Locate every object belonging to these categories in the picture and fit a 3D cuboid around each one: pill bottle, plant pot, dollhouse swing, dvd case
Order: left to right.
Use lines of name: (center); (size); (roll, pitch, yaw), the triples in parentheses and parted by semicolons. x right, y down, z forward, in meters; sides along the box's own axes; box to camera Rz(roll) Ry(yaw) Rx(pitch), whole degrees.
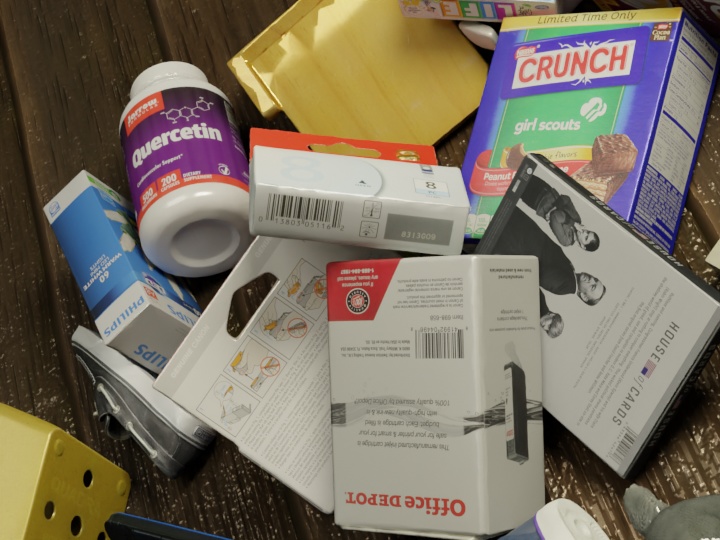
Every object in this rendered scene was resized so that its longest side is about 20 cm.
plant pot: (-0.317, 0.216, 1.468); (0.176, 0.200, 0.200); (0, 65, 26)
pill bottle: (-0.161, -0.098, 1.572); (0.112, 0.112, 0.200); (-34, 49, 19)
dollhouse swing: (0.017, -0.190, 1.539); (0.200, 0.176, 0.182); (-40, 5, 14)
dvd case: (0.160, 0.031, 1.234); (0.200, 0.025, 0.150); (42, 117, 31)

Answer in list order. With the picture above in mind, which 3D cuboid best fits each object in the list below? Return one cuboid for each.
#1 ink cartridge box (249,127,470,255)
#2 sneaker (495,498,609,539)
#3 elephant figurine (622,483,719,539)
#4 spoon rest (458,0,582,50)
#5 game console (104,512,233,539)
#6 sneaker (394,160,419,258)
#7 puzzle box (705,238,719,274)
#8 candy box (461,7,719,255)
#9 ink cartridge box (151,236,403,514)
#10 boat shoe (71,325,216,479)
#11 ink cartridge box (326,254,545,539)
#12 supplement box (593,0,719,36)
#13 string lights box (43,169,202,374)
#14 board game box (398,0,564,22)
ink cartridge box: (-0.006, -0.081, 1.323); (0.200, 0.160, 0.047); (-97, 14, -61)
sneaker: (0.132, 0.270, 1.153); (0.146, 0.081, 0.200); (-46, 49, 21)
elephant figurine: (0.289, 0.178, 1.058); (0.200, 0.155, 0.142); (-29, 6, 9)
spoon rest: (0.167, -0.256, 1.451); (0.200, 0.061, 0.099); (-48, 45, -13)
game console: (-0.128, 0.298, 1.315); (0.200, 0.171, 0.118); (5, 42, 40)
sneaker: (0.000, 0.000, 1.429); (0.085, 0.077, 0.200); (4, 64, 61)
puzzle box: (0.351, -0.056, 1.197); (0.200, 0.025, 0.133); (-54, 45, -1)
candy box: (0.173, -0.100, 1.329); (0.169, 0.077, 0.200); (2, 66, 39)
ink cartridge box: (-0.037, 0.062, 1.353); (0.176, 0.045, 0.200); (35, 88, 2)
boat shoe: (-0.208, 0.118, 1.517); (0.200, 0.072, 0.068); (35, 88, 38)
ink cartridge box: (0.055, 0.091, 1.255); (0.144, 0.084, 0.200); (-2, 88, 41)
supplement box: (0.259, -0.255, 1.316); (0.200, 0.131, 0.103); (19, 79, 44)
string lights box: (-0.211, 0.007, 1.557); (0.059, 0.103, 0.200); (-43, 47, 10)
board game box: (0.117, -0.301, 1.427); (0.134, 0.034, 0.200); (6, 65, 17)
